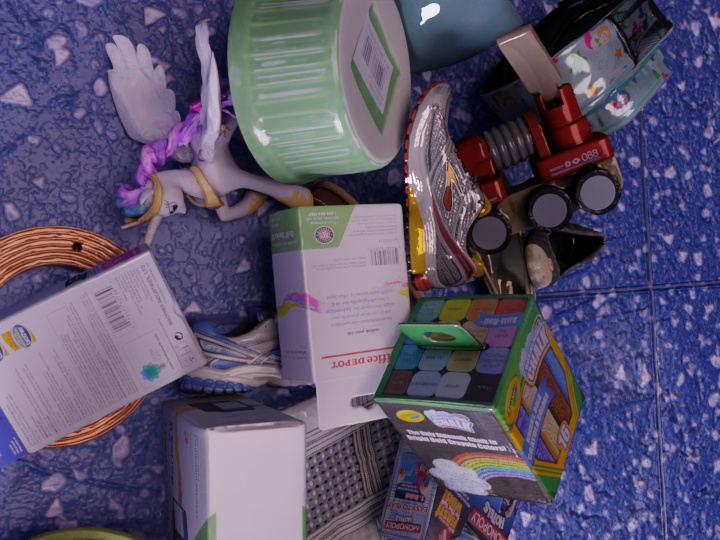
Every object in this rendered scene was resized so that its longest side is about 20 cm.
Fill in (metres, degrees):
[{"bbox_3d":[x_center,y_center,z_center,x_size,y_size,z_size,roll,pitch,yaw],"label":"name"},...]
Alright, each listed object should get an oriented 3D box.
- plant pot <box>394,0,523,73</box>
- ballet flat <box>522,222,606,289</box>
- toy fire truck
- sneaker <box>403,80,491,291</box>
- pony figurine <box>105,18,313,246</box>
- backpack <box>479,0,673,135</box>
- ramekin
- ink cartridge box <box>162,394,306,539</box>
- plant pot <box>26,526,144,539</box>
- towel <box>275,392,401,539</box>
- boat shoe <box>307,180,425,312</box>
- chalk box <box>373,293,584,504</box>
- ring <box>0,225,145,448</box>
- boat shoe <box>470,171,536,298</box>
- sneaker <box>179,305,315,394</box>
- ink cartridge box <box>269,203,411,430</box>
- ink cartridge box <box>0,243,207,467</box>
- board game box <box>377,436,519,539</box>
[{"bbox_3d":[0.053,-0.287,0.884,0.135,0.200,0.200,-41,110,15],"label":"plant pot"},{"bbox_3d":[0.233,-0.025,0.978,0.200,0.057,0.067,-26,107,-58],"label":"ballet flat"},{"bbox_3d":[0.156,-0.134,0.857,0.176,0.129,0.200,-20,101,9],"label":"toy fire truck"},{"bbox_3d":[0.085,-0.082,0.821,0.082,0.078,0.201,-3,100,7],"label":"sneaker"},{"bbox_3d":[-0.142,-0.126,0.791,0.200,0.166,0.194,-12,101,-43],"label":"pony figurine"},{"bbox_3d":[0.243,-0.225,0.971,0.200,0.177,0.151,-40,103,-30],"label":"backpack"},{"bbox_3d":[-0.027,-0.180,0.775,0.200,0.097,0.201,-1,90,-66],"label":"ramekin"},{"bbox_3d":[-0.117,0.193,0.747,0.087,0.200,0.146,-1,89,-21],"label":"ink cartridge box"},{"bbox_3d":[-0.226,0.336,0.654,0.200,0.190,0.201,-3,103,-11],"label":"plant pot"},{"bbox_3d":[-0.002,0.206,0.884,0.200,0.035,0.193,-18,102,-33],"label":"towel"},{"bbox_3d":[0.000,0.000,0.891,0.070,0.070,0.200,-46,109,-26],"label":"boat shoe"},{"bbox_3d":[0.104,0.101,0.768,0.200,0.125,0.124,58,46,-36],"label":"chalk box"},{"bbox_3d":[-0.277,0.060,0.770,0.200,0.019,0.201,2,86,-29],"label":"ring"},{"bbox_3d":[0.158,-0.032,0.970,0.073,0.063,0.201,-13,100,6],"label":"boat shoe"},{"bbox_3d":[-0.081,0.076,0.845,0.200,0.077,0.085,0,84,-29],"label":"sneaker"},{"bbox_3d":[-0.016,0.040,0.801,0.117,0.067,0.201,-4,90,-32],"label":"ink cartridge box"},{"bbox_3d":[-0.248,0.073,0.727,0.200,0.042,0.120,-28,113,-16],"label":"ink cartridge box"},{"bbox_3d":[0.103,0.221,0.913,0.200,0.062,0.200,51,53,-36],"label":"board game box"}]
